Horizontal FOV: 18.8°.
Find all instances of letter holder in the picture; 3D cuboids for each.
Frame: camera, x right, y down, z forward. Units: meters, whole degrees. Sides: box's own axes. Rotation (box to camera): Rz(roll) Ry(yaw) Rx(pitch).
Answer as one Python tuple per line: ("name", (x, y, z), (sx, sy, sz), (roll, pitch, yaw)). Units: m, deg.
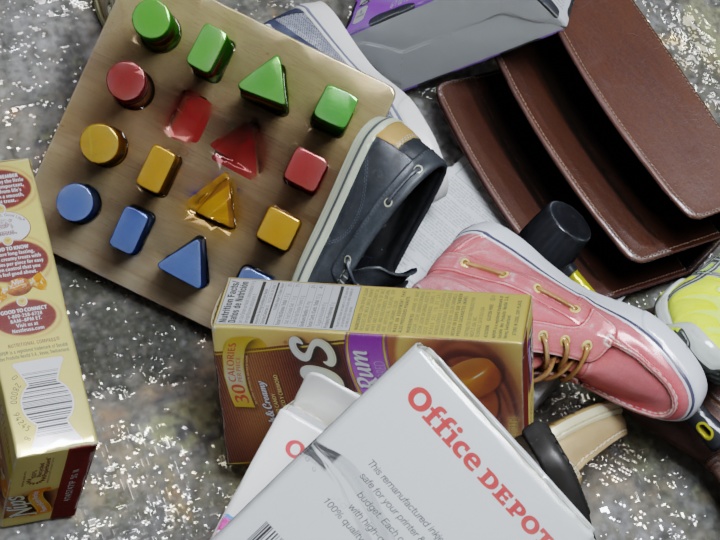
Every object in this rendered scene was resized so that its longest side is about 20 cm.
("letter holder", (0.164, -0.090, 1.542), (0.141, 0.101, 0.201), (-17, 66, -37))

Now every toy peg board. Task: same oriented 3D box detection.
("toy peg board", (-0.104, -0.074, 1.427), (0.199, 0.098, 0.201), (25, 89, -1))

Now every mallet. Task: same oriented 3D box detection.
("mallet", (0.171, 0.049, 1.475), (0.201, 0.066, 0.041), (54, 33, 6))

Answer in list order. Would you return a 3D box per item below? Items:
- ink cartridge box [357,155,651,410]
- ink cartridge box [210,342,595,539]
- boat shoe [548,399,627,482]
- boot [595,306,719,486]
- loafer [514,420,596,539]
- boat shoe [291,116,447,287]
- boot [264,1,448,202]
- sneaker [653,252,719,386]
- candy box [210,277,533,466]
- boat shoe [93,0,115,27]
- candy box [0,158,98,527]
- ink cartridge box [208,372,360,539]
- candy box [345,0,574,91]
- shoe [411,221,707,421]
("ink cartridge box", (0.100, 0.003, 1.537), (0.162, 0.057, 0.200), (40, 39, 8))
("ink cartridge box", (0.011, 0.158, 1.197), (0.200, 0.084, 0.144), (-43, 89, 2))
("boat shoe", (0.106, 0.153, 1.438), (0.199, 0.074, 0.070), (-29, 86, -26))
("boot", (0.224, 0.130, 1.484), (0.200, 0.064, 0.186), (40, 56, 9))
("loafer", (0.117, 0.185, 1.376), (0.071, 0.201, 0.073), (-23, 29, -2))
("boat shoe", (0.000, 0.000, 1.427), (0.062, 0.201, 0.074), (27, 13, 21))
("boot", (-0.023, -0.105, 1.525), (0.090, 0.073, 0.200), (-24, 51, -19))
("sneaker", (0.260, 0.013, 1.497), (0.075, 0.076, 0.200), (44, 29, 0))
("candy box", (0.010, 0.071, 1.382), (0.198, 0.118, 0.057), (3, 36, 11))
("boat shoe", (-0.146, -0.176, 1.539), (0.071, 0.065, 0.202), (-3, 64, -17))
("candy box", (-0.218, 0.046, 1.370), (0.055, 0.116, 0.202), (-7, 65, -20))
("ink cartridge box", (-0.025, 0.174, 1.303), (0.128, 0.125, 0.201), (30, 90, 1))
("candy box", (0.091, -0.246, 1.578), (0.071, 0.167, 0.201), (40, 52, -29))
("shoe", (0.125, 0.051, 1.424), (0.199, 0.072, 0.091), (35, 45, 14))
